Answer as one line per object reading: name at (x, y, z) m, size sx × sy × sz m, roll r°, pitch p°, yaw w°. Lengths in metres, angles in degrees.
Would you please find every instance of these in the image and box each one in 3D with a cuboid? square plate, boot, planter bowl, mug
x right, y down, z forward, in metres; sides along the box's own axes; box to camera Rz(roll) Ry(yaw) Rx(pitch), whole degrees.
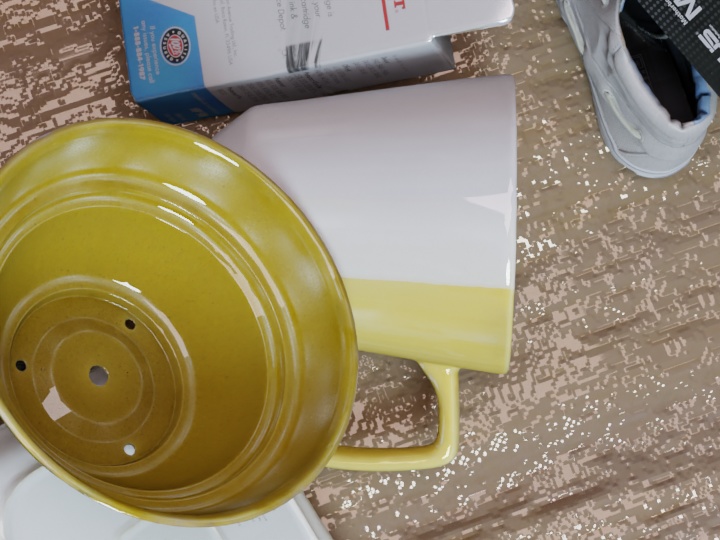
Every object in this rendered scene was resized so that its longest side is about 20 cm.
square plate at (-0.094, 0.142, 1.243) m, size 0.198 × 0.028 × 0.200 m, roll -33°, pitch 94°, yaw -36°
boot at (0.140, -0.153, 1.366) m, size 0.073 × 0.096 × 0.200 m, roll -19°, pitch 81°, yaw -11°
planter bowl at (-0.107, 0.036, 1.201) m, size 0.200 × 0.083 × 0.201 m, roll 14°, pitch 60°, yaw -26°
mug at (0.000, -0.008, 1.295) m, size 0.153 × 0.149 × 0.187 m, roll 1°, pitch 66°, yaw 1°

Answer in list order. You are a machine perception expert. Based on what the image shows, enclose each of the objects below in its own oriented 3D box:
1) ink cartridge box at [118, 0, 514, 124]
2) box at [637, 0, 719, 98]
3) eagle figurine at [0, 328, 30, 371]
ink cartridge box at (-0.021, -0.152, 1.330) m, size 0.200 × 0.067 × 0.116 m, roll -10°, pitch 78°, yaw 10°
box at (0.183, -0.193, 1.351) m, size 0.193 × 0.048 × 0.200 m, roll 48°, pitch 37°, yaw 5°
eagle figurine at (-0.261, 0.025, 1.261) m, size 0.151 × 0.152 × 0.200 m, roll -23°, pitch 76°, yaw -33°
